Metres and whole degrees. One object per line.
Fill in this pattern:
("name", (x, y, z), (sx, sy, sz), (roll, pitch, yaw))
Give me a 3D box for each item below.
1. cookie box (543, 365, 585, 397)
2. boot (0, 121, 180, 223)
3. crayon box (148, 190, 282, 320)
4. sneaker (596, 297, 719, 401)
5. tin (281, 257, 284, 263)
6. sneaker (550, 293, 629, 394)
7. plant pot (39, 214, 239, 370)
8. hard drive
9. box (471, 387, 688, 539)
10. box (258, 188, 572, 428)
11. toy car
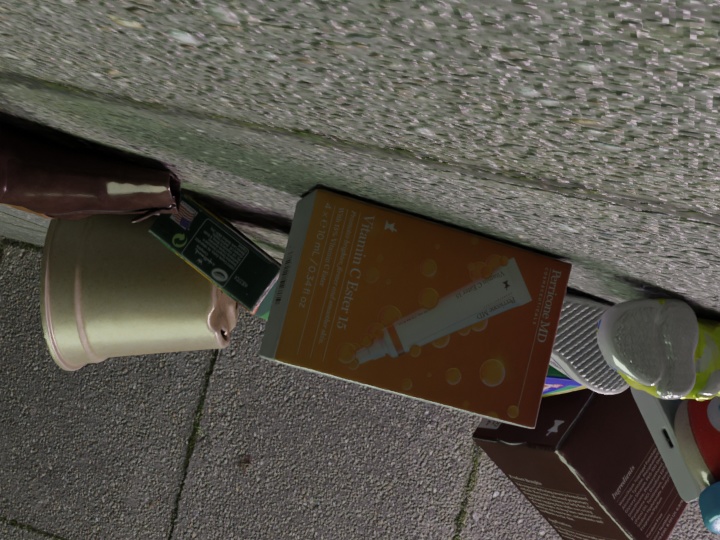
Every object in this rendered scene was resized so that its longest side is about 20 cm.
("cookie box", (0.127, 0.081, 1.148), (0.197, 0.076, 0.171), (5, 168, -9))
("boot", (-0.229, -0.081, 0.866), (0.164, 0.074, 0.200), (2, 173, 1))
("crayon box", (-0.116, -0.005, 1.091), (0.126, 0.051, 0.200), (37, 180, 12))
("sneaker", (0.238, 0.064, 0.903), (0.198, 0.077, 0.105), (17, 175, -35))
("tin", (0.000, 0.000, 1.126), (0.111, 0.042, 0.200), (17, 176, 27))
("sneaker", (0.162, 0.047, 1.026), (0.199, 0.073, 0.114), (30, 172, -28))
("plant pot", (-0.234, 0.015, 1.251), (0.181, 0.204, 0.200), (2, 174, 6))
("hard drive", (0.366, 0.172, 1.236), (0.026, 0.133, 0.199), (-30, 165, 29))
("box", (0.276, 0.205, 1.316), (0.200, 0.165, 0.165), (49, 157, -19))
("box", (0.038, 0.030, 0.830), (0.197, 0.126, 0.097), (15, 175, -11))
("toy car", (0.437, 0.159, 1.127), (0.199, 0.186, 0.176), (-31, 135, 30))
